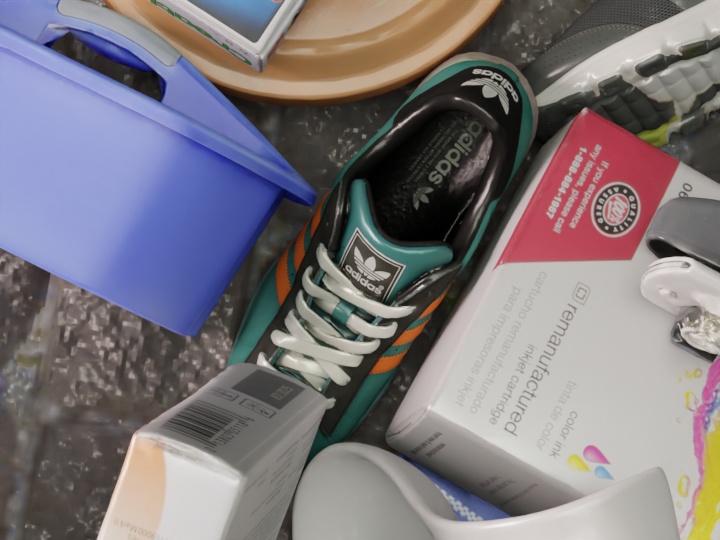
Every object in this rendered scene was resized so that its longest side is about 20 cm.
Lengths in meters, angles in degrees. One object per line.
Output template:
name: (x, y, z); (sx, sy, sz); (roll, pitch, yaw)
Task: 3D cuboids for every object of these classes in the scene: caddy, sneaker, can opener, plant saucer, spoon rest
caddy: (-0.116, -0.054, 1.157); (0.200, 0.141, 0.105); (26, 89, 0)
sneaker: (0.146, -0.122, 1.217); (0.200, 0.074, 0.085); (-30, 61, 1)
sneaker: (0.000, 0.000, 1.169); (0.071, 0.080, 0.200); (32, 101, 4)
can opener: (0.197, 0.037, 1.112); (0.200, 0.053, 0.067); (31, 71, -4)
plant saucer: (-0.023, -0.168, 1.191); (0.200, 0.032, 0.201); (0, 85, -2)
spoon rest: (0.033, 0.108, 1.110); (0.061, 0.200, 0.099); (-10, 86, -39)

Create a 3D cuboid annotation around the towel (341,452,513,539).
towel: (0.055, 0.143, 1.207); (0.145, 0.024, 0.200); (35, 86, -1)

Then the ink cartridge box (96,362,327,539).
ink cartridge box: (-0.079, 0.143, 1.110); (0.050, 0.162, 0.200); (25, 101, 7)

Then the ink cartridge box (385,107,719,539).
ink cartridge box: (0.133, 0.050, 1.167); (0.200, 0.086, 0.148); (29, 73, -2)

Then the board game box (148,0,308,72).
board game box: (-0.088, -0.186, 1.157); (0.200, 0.035, 0.126); (33, 83, 2)
